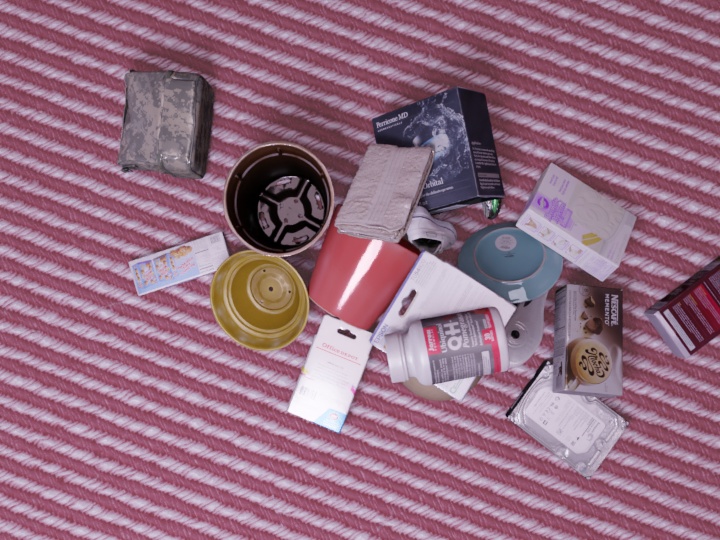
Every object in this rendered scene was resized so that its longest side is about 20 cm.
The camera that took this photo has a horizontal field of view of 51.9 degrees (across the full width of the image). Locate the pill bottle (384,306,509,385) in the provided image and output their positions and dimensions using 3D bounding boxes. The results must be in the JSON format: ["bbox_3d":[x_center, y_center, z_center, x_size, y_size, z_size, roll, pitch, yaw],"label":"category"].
[{"bbox_3d":[0.143,0.131,1.244,0.197,0.111,0.112,-11,88,2],"label":"pill bottle"}]

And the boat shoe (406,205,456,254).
[{"bbox_3d":[0.127,-0.059,1.386,0.073,0.199,0.068,-18,70,28],"label":"boat shoe"}]

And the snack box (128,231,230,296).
[{"bbox_3d":[-0.358,-0.013,1.478,0.197,0.024,0.073,-18,89,1],"label":"snack box"}]

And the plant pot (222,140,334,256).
[{"bbox_3d":[-0.142,-0.124,1.390,0.197,0.198,0.203,0,89,1],"label":"plant pot"}]

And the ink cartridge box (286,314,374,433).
[{"bbox_3d":[-0.054,0.197,1.443,0.114,0.068,0.202,21,89,2],"label":"ink cartridge box"}]

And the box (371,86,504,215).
[{"bbox_3d":[0.143,-0.212,1.385,0.195,0.117,0.203,-13,86,36],"label":"box"}]

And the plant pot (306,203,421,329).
[{"bbox_3d":[0.000,0.000,1.396,0.199,0.200,0.179,31,97,2],"label":"plant pot"}]

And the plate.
[{"bbox_3d":[0.283,-0.024,1.404,0.197,0.026,0.202,-7,50,8],"label":"plate"}]

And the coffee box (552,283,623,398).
[{"bbox_3d":[0.432,0.134,1.407,0.111,0.080,0.203,6,77,-1],"label":"coffee box"}]

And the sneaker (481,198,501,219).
[{"bbox_3d":[0.222,-0.191,1.453,0.084,0.078,0.202,-21,79,7],"label":"sneaker"}]

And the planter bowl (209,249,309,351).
[{"bbox_3d":[-0.184,0.047,1.430,0.197,0.084,0.203,3,107,11],"label":"planter bowl"}]

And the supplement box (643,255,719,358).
[{"bbox_3d":[0.668,0.066,1.433,0.199,0.061,0.109,-36,89,1],"label":"supplement box"}]

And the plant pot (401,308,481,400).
[{"bbox_3d":[0.155,0.153,1.407,0.197,0.134,0.203,0,88,1],"label":"plant pot"}]

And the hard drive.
[{"bbox_3d":[0.403,0.291,1.445,0.199,0.038,0.140,38,90,1],"label":"hard drive"}]

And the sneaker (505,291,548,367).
[{"bbox_3d":[0.305,0.104,1.409,0.072,0.112,0.202,23,68,4],"label":"sneaker"}]

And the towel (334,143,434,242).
[{"bbox_3d":[0.042,-0.142,1.298,0.131,0.035,0.202,9,62,24],"label":"towel"}]

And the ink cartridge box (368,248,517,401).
[{"bbox_3d":[0.146,0.097,1.321,0.199,0.041,0.201,32,90,2],"label":"ink cartridge box"}]

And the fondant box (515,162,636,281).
[{"bbox_3d":[0.413,-0.094,1.413,0.199,0.058,0.145,32,55,3],"label":"fondant box"}]

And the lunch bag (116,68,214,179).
[{"bbox_3d":[-0.381,-0.285,1.430,0.165,0.139,0.203,5,88,1],"label":"lunch bag"}]
